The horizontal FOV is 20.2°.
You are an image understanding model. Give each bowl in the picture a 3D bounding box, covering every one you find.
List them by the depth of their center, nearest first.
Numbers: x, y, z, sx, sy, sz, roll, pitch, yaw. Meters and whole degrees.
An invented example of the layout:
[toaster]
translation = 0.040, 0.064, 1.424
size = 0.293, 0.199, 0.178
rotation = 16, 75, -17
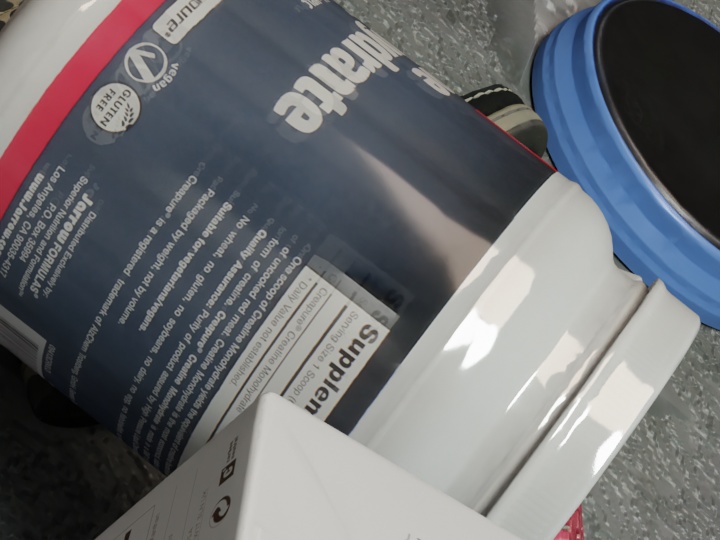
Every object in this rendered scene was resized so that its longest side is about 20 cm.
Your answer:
[bowl]
translation = 0.177, -0.061, 1.055
size = 0.200, 0.039, 0.202
rotation = 27, 41, -27

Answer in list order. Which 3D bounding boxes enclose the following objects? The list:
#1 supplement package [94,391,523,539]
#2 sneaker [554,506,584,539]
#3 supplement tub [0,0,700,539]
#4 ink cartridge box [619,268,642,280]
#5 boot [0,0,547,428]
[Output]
[supplement package]
translation = -0.042, 0.149, 0.512
size = 0.121, 0.200, 0.120
rotation = 31, 39, -22
[sneaker]
translation = 0.046, 0.104, 0.753
size = 0.200, 0.074, 0.081
rotation = -78, 161, -59
[supplement tub]
translation = -0.017, 0.002, 0.587
size = 0.200, 0.141, 0.140
rotation = 37, 36, 5
[ink cartridge box]
translation = 0.000, 0.000, 0.779
size = 0.199, 0.039, 0.099
rotation = 24, 33, 18
[boot]
translation = -0.052, -0.053, 0.718
size = 0.154, 0.203, 0.074
rotation = 60, -6, 22
